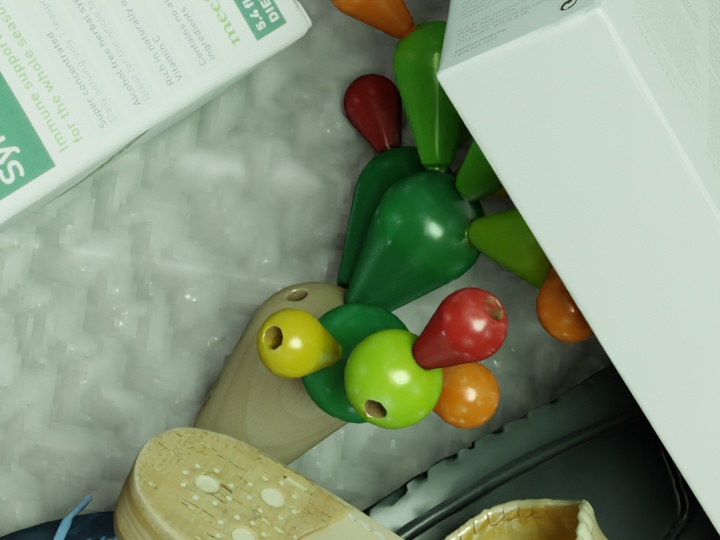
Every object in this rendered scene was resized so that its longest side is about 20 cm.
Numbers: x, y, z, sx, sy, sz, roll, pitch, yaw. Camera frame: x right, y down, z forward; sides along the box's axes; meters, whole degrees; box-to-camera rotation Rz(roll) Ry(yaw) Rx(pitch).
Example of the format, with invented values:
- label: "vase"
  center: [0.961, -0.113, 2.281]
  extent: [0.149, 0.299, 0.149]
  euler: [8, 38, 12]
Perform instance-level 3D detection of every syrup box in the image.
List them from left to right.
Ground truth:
- label: "syrup box"
  center: [-0.118, -0.048, 0.728]
  extent: [0.200, 0.081, 0.079]
  euler: [-36, 95, -37]

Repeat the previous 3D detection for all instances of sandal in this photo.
- label: "sandal"
  center: [0.037, 0.089, 0.692]
  extent: [0.211, 0.078, 0.070]
  euler: [27, 125, 0]

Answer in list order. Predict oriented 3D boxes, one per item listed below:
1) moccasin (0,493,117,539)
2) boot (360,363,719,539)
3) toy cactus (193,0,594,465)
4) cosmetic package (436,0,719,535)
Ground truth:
- label: "moccasin"
  center: [-0.128, 0.130, 0.763]
  extent: [0.199, 0.068, 0.081]
  euler: [-23, 91, -10]
- label: "boot"
  center: [0.080, 0.125, 0.778]
  extent: [0.199, 0.076, 0.169]
  euler: [-28, 78, -20]
- label: "toy cactus"
  center: [0.000, 0.000, 0.759]
  extent: [0.102, 0.201, 0.165]
  euler: [30, 121, -21]
- label: "cosmetic package"
  center: [0.094, -0.027, 0.718]
  extent: [0.051, 0.151, 0.201]
  euler: [-20, 120, 24]
